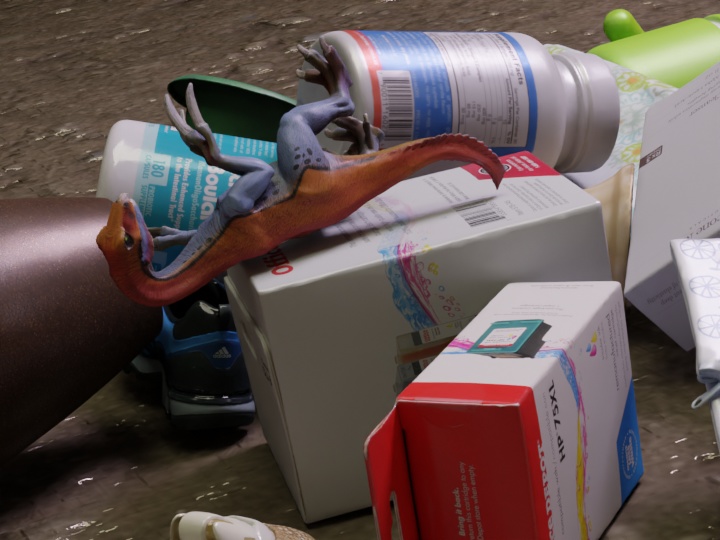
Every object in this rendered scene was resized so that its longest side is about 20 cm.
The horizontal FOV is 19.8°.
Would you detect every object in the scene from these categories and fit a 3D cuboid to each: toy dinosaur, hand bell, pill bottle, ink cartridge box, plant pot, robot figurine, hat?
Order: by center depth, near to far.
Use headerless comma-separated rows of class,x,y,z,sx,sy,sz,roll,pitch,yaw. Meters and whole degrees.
ink cartridge box,0.076,0.093,1.027,0.067,0.116,0.200,0,22,26
toy dinosaur,-0.051,-0.043,1.108,0.200,0.105,0.182,11,48,24
ink cartridge box,0.034,0.033,1.182,0.200,0.145,0.145,-13,18,-8
plant pot,-0.227,0.034,1.236,0.200,0.187,0.187,-22,22,-24
hand bell,0.075,-0.022,1.339,0.200,0.104,0.104,3,20,8
pill bottle,0.067,-0.104,1.373,0.200,0.112,0.112,-2,13,-25
pill bottle,-0.080,-0.036,1.414,0.200,0.111,0.111,8,18,-4
robot figurine,0.246,-0.132,1.608,0.200,0.116,0.175,-17,34,-17
hat,-0.112,-0.057,1.739,0.166,0.176,0.200,6,-14,45

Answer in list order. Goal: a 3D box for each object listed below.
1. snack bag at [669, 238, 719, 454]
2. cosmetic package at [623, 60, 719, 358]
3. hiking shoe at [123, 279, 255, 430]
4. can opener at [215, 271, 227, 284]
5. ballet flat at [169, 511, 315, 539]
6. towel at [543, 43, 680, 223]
snack bag,0.259,0.053,1.028,0.188,0.021,0.200,0,45,-1
cosmetic package,0.234,-0.048,1.275,0.113,0.081,0.200,-37,22,32
hiking shoe,-0.111,0.034,1.331,0.074,0.087,0.200,0,16,-26
can opener,0.000,0.000,1.296,0.200,0.053,0.067,9,62,5
ballet flat,-0.084,0.157,1.005,0.070,0.065,0.200,2,21,33
towel,0.151,-0.078,1.470,0.171,0.048,0.200,-45,44,-16
